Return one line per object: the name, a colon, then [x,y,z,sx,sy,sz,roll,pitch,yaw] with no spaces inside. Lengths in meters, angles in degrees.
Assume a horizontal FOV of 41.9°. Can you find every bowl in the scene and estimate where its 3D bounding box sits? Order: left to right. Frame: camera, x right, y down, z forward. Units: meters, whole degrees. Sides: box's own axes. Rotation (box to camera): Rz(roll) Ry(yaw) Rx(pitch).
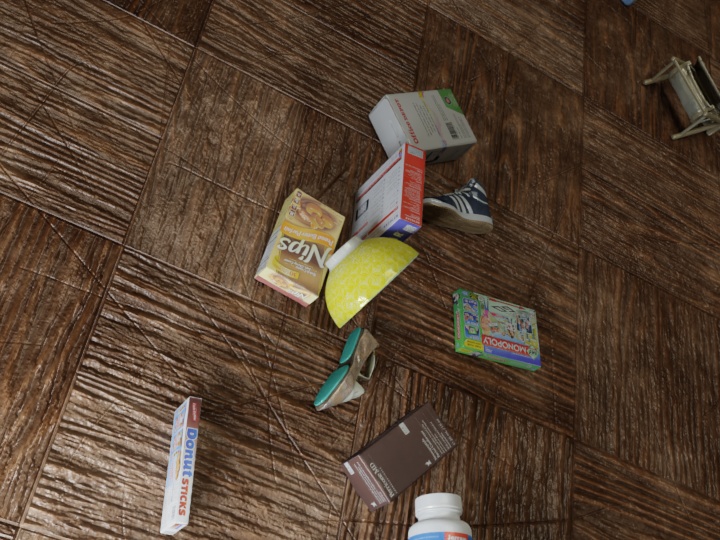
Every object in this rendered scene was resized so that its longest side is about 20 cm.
bowl: [0.000,0.000,1.733,0.108,0.200,0.200,47,49,3]

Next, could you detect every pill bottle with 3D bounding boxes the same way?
pill bottle: [0.138,0.488,1.600,0.112,0.112,0.201,13,58,-27]

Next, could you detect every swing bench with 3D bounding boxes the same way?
swing bench: [0.947,-0.495,2.676,0.200,0.130,0.199,-11,71,-37]

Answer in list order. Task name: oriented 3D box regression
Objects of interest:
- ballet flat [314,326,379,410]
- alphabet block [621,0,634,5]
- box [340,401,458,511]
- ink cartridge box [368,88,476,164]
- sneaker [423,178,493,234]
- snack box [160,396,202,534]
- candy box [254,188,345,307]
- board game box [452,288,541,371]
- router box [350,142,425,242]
ballet flat: [-0.015,0.189,1.704,0.067,0.068,0.200,42,51,-15]
alphabet block: [0.846,-0.952,2.831,0.197,0.195,0.200,52,50,0]
box: [0.071,0.328,1.675,0.200,0.075,0.100,-31,84,-39]
ink cartridge box: [0.137,-0.314,2.073,0.200,0.084,0.145,-14,72,-38]
sneaker: [0.201,-0.152,2.031,0.200,0.070,0.109,15,62,-34]
snack box: [-0.279,0.302,1.461,0.024,0.072,0.201,16,57,-23]
candy box: [-0.112,-0.045,1.777,0.115,0.055,0.200,30,52,-17]
board game box: [0.284,0.125,1.958,0.199,0.029,0.135,16,56,-26]
router box: [0.050,-0.121,1.833,0.049,0.200,0.180,20,56,-23]
